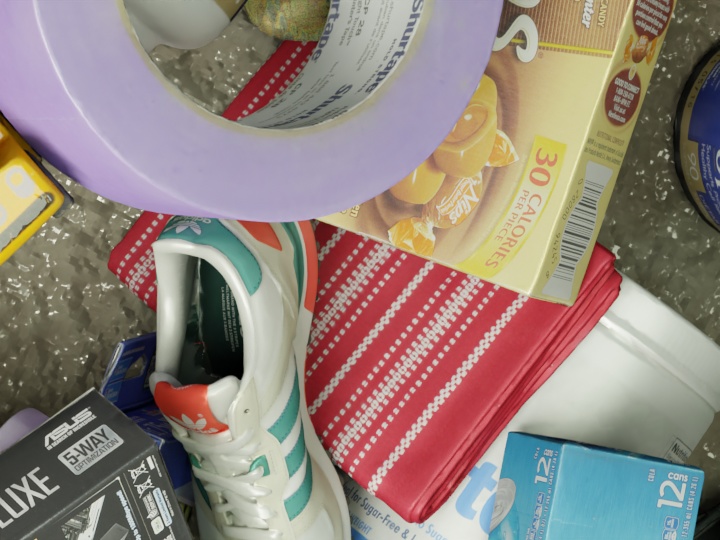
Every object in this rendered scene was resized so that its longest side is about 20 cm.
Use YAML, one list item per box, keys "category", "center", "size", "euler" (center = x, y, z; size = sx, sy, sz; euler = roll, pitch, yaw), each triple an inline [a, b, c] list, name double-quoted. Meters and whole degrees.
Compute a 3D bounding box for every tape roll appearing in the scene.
- category: "tape roll"
  center: [-0.049, -0.120, 1.063]
  size: [0.199, 0.085, 0.202]
  euler: [-2, 94, -28]

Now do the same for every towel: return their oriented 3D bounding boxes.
- category: "towel"
  center: [0.000, 0.000, 1.208]
  size: [0.200, 0.022, 0.145]
  euler: [38, 87, 26]

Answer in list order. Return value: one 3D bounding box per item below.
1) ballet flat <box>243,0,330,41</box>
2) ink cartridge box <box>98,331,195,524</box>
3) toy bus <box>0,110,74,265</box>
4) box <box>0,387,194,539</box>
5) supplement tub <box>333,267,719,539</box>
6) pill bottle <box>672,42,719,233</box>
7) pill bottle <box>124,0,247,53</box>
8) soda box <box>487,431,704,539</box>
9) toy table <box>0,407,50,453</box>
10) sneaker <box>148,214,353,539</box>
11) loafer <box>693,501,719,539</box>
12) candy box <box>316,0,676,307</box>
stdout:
- category: "ballet flat"
  center: [0.041, -0.158, 1.232]
  size: [0.199, 0.071, 0.071]
  euler: [-18, 103, -12]
- category: "ink cartridge box"
  center: [-0.107, 0.128, 1.208]
  size: [0.042, 0.119, 0.202]
  euler: [15, 93, 8]
- category: "toy bus"
  center: [-0.172, -0.047, 1.121]
  size: [0.065, 0.200, 0.078]
  euler: [-42, 107, -2]
- category: "box"
  center: [-0.126, 0.169, 1.086]
  size: [0.157, 0.050, 0.201]
  euler: [-35, 133, -20]
- category: "supplement tub"
  center: [0.063, 0.090, 1.244]
  size: [0.132, 0.132, 0.201]
  euler: [34, 88, -17]
- category: "pill bottle"
  center: [0.223, -0.050, 1.229]
  size: [0.111, 0.200, 0.113]
  euler: [-2, 99, -15]
- category: "pill bottle"
  center: [-0.084, -0.164, 1.171]
  size: [0.119, 0.120, 0.200]
  euler: [38, 88, -17]
- category: "soda box"
  center: [0.082, 0.172, 1.148]
  size: [0.067, 0.064, 0.202]
  euler: [12, 87, -19]
- category: "toy table"
  center: [-0.204, 0.112, 1.153]
  size: [0.117, 0.184, 0.201]
  euler: [31, 122, 6]
- category: "sneaker"
  center: [-0.056, 0.067, 1.141]
  size: [0.070, 0.093, 0.202]
  euler: [0, 99, 26]
- category: "loafer"
  center: [0.184, 0.140, 1.312]
  size: [0.200, 0.070, 0.068]
  euler: [-26, 95, -11]
- category: "candy box"
  center: [0.062, -0.098, 1.154]
  size: [0.115, 0.055, 0.201]
  euler: [20, 92, 24]
